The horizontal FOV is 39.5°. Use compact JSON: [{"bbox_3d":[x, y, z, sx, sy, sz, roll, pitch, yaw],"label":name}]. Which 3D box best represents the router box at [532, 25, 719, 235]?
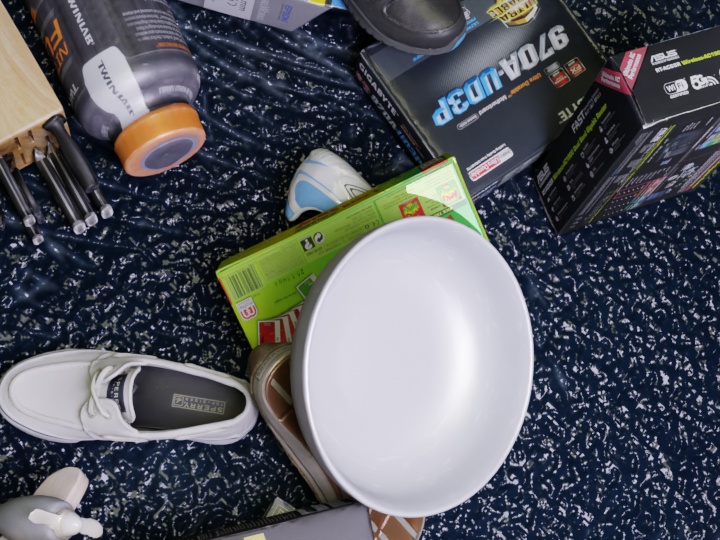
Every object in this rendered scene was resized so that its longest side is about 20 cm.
[{"bbox_3d":[0.242,-0.114,0.814,0.147,0.201,0.063,-17,72,-15],"label":"router box"}]

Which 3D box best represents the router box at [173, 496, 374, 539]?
[{"bbox_3d":[-0.053,0.271,0.673,0.154,0.052,0.204,-9,83,-14],"label":"router box"}]

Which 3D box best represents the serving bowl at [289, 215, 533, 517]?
[{"bbox_3d":[0.029,0.065,0.702,0.197,0.065,0.205,-1,91,-35],"label":"serving bowl"}]

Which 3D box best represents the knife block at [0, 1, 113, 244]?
[{"bbox_3d":[-0.266,-0.130,0.798,0.172,0.064,0.204,14,71,-7],"label":"knife block"}]

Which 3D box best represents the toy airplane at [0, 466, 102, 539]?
[{"bbox_3d":[-0.249,0.234,0.635,0.196,0.143,0.202,-18,52,-12],"label":"toy airplane"}]

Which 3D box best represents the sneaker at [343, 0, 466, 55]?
[{"bbox_3d":[0.010,-0.257,0.813,0.199,0.082,0.073,42,67,0],"label":"sneaker"}]

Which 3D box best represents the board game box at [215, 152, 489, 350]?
[{"bbox_3d":[0.000,0.000,0.770,0.197,0.048,0.103,-25,101,3],"label":"board game box"}]

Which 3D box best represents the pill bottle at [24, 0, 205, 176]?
[{"bbox_3d":[-0.195,-0.179,0.803,0.105,0.106,0.203,-24,79,-16],"label":"pill bottle"}]

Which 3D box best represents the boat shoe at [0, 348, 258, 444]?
[{"bbox_3d":[-0.174,0.095,0.744,0.196,0.066,0.073,10,73,-3],"label":"boat shoe"}]

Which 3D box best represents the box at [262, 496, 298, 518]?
[{"bbox_3d":[-0.015,0.281,0.738,0.198,0.038,0.138,32,71,0],"label":"box"}]

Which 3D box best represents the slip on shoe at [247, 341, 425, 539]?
[{"bbox_3d":[-0.020,0.134,0.752,0.076,0.060,0.201,-45,115,-15],"label":"slip on shoe"}]

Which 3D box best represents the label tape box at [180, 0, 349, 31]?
[{"bbox_3d":[-0.075,-0.294,0.881,0.196,0.063,0.147,13,72,-10],"label":"label tape box"}]

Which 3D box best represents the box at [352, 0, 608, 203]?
[{"bbox_3d":[0.115,-0.167,0.889,0.198,0.046,0.160,-32,82,-18],"label":"box"}]

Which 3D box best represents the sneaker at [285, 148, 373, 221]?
[{"bbox_3d":[0.028,-0.023,0.827,0.198,0.072,0.073,31,98,-5],"label":"sneaker"}]
